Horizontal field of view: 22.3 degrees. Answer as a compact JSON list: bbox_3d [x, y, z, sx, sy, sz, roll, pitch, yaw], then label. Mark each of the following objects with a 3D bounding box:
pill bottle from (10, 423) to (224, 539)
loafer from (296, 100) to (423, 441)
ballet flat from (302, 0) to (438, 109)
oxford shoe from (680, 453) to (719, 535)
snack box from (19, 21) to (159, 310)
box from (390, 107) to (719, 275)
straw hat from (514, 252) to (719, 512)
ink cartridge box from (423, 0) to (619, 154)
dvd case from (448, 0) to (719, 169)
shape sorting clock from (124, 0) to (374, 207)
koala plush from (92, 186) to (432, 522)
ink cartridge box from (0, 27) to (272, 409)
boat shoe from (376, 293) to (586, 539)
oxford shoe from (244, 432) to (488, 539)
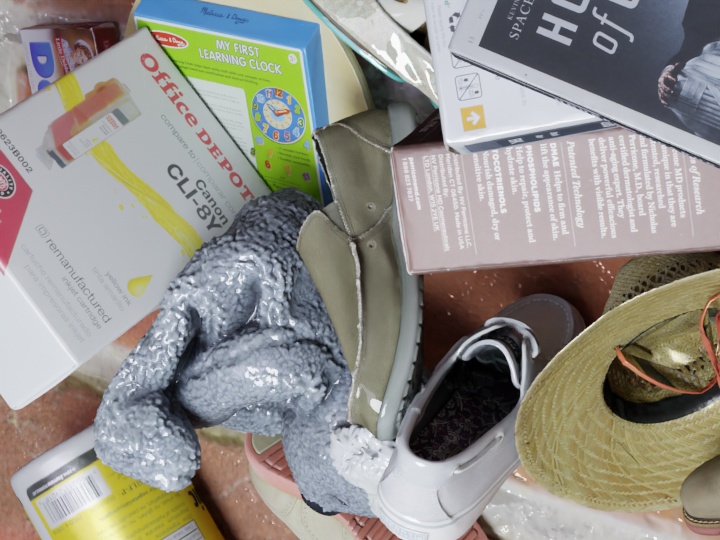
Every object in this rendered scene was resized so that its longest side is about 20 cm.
[{"bbox_3d":[-0.150,0.203,1.277,0.111,0.111,0.201,-31,88,40],"label":"pill bottle"},{"bbox_3d":[0.000,0.000,1.007,0.069,0.201,0.075,0,150,1],"label":"loafer"},{"bbox_3d":[0.051,-0.125,1.036,0.200,0.067,0.062,42,118,4],"label":"ballet flat"},{"bbox_3d":[0.240,0.069,0.940,0.199,0.071,0.075,-33,106,24],"label":"oxford shoe"},{"bbox_3d":[-0.183,-0.069,1.252,0.072,0.024,0.201,4,110,37],"label":"snack box"},{"bbox_3d":[0.124,-0.050,0.942,0.199,0.100,0.075,-3,105,17],"label":"box"},{"bbox_3d":[0.169,0.036,0.983,0.201,0.200,0.085,-55,34,37],"label":"straw hat"},{"bbox_3d":[0.123,-0.169,0.865,0.199,0.043,0.200,-9,88,15],"label":"ink cartridge box"},{"bbox_3d":[0.158,-0.130,0.823,0.199,0.025,0.151,24,95,12],"label":"dvd case"},{"bbox_3d":[-0.070,-0.103,1.143,0.199,0.039,0.201,23,132,28],"label":"shape sorting clock"},{"bbox_3d":[-0.018,0.073,1.080,0.200,0.177,0.184,35,110,15],"label":"koala plush"},{"bbox_3d":[-0.166,-0.036,1.096,0.145,0.200,0.083,53,136,-4],"label":"ink cartridge box"},{"bbox_3d":[0.071,0.063,0.994,0.072,0.200,0.069,30,136,21],"label":"boat shoe"},{"bbox_3d":[0.010,0.165,1.183,0.200,0.071,0.074,35,146,25],"label":"oxford shoe"}]
